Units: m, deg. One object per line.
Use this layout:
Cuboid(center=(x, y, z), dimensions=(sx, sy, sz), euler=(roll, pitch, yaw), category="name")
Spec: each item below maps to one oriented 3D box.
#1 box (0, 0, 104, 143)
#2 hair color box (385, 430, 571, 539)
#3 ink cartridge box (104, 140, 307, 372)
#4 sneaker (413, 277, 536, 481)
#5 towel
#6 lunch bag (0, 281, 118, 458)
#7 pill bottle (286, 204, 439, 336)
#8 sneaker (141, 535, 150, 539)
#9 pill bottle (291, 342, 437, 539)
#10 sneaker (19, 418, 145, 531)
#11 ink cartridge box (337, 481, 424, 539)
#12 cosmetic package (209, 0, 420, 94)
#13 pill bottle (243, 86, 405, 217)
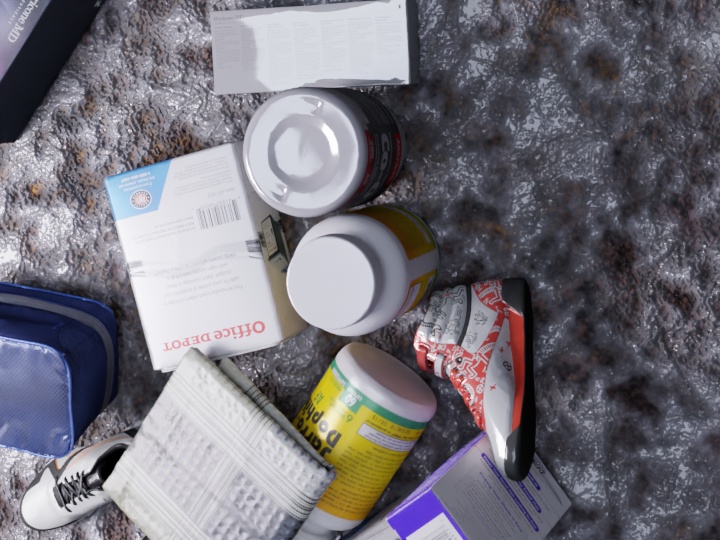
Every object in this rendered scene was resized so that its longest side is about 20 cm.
Cuboid(center=(-0.399, -0.264, 1.528), dimensions=(0.198, 0.123, 0.200), euler=(38, 105, 7), category="box")
Cuboid(center=(0.113, 0.222, 1.395), dimensions=(0.065, 0.200, 0.110), euler=(-39, 85, 30), category="hair color box")
Cuboid(center=(-0.152, -0.016, 1.505), dimensions=(0.146, 0.086, 0.201), euler=(-13, 94, 17), category="ink cartridge box")
Cuboid(center=(0.107, 0.104, 1.423), dimensions=(0.107, 0.067, 0.202), euler=(-5, 63, 16), category="sneaker")
Cuboid(center=(-0.139, 0.200, 1.462), dimensions=(0.200, 0.034, 0.193), euler=(41, 110, 20), category="towel")
Cuboid(center=(-0.352, 0.095, 1.554), dimensions=(0.199, 0.132, 0.137), euler=(12, 115, 13), category="lunch bag")
Cuboid(center=(0.000, 0.000, 1.404), dimensions=(0.110, 0.200, 0.112), euler=(2, 97, 15), category="pill bottle")
Cuboid(center=(-0.181, 0.217, 1.538), dimensions=(0.090, 0.070, 0.200), euler=(41, 100, -12), category="sneaker")
Cuboid(center=(-0.021, 0.181, 1.477), dimensions=(0.113, 0.113, 0.201), euler=(35, 105, 9), category="pill bottle")
Cuboid(center=(-0.284, 0.215, 1.574), dimensions=(0.199, 0.080, 0.074), euler=(-32, 89, 18), category="sneaker")
Cuboid(center=(0.022, 0.290, 1.427), dimensions=(0.144, 0.200, 0.084), euler=(-37, 89, 19), category="ink cartridge box")
Cuboid(center=(-0.044, -0.217, 1.469), dimensions=(0.199, 0.051, 0.083), euler=(0, 98, 16), category="cosmetic package")
Cuboid(center=(-0.025, -0.112, 1.397), dimensions=(0.113, 0.200, 0.115), euler=(2, 97, 15), category="pill bottle")
